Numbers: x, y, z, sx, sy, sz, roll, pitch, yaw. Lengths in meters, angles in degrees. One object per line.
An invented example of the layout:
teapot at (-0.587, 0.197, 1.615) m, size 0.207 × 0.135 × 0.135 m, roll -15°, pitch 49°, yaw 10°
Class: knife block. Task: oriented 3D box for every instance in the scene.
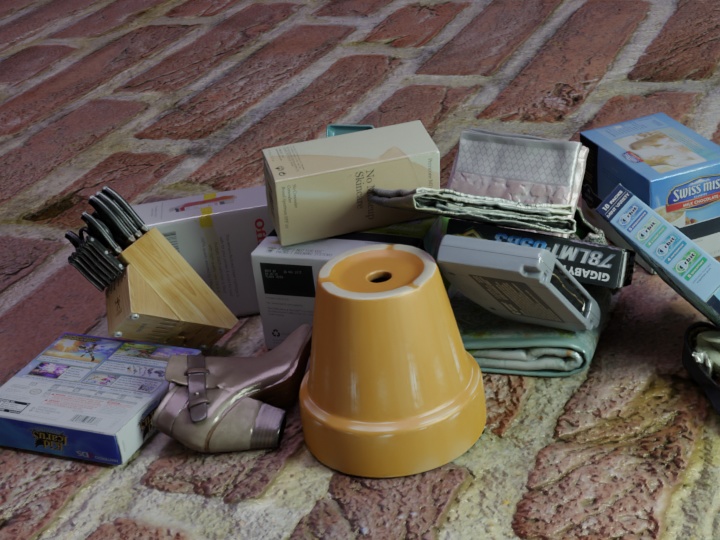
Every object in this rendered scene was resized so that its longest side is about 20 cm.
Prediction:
knife block at (-0.252, -0.006, 1.543) m, size 0.198 × 0.064 × 0.178 m, roll 12°, pitch 56°, yaw -35°

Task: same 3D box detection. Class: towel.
towel at (0.120, -0.072, 1.408) m, size 0.190 × 0.035 × 0.200 m, roll 9°, pitch 3°, yaw -15°
towel at (0.183, 0.059, 1.500) m, size 0.197 × 0.049 × 0.172 m, roll 3°, pitch 29°, yaw 19°
towel at (0.184, -0.081, 1.640) m, size 0.198 × 0.194 × 0.032 m, roll 12°, pitch -4°, yaw 42°

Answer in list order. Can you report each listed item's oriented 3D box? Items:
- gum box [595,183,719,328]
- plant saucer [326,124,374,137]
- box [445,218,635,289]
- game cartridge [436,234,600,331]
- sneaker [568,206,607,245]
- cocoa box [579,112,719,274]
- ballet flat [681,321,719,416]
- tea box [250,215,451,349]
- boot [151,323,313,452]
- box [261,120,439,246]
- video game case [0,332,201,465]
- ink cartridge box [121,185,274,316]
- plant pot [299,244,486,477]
gum box at (0.364, 0.007, 1.398) m, size 0.045 × 0.170 × 0.200 m, roll -48°, pitch 39°, yaw 6°
plant saucer at (-0.015, -0.091, 1.701) m, size 0.069 × 0.203 × 0.019 m, roll 4°, pitch 4°, yaw 22°
box at (0.209, -0.018, 1.469) m, size 0.197 × 0.050 × 0.198 m, roll 11°, pitch 1°, yaw 15°
game cartridge at (0.163, 0.014, 1.358) m, size 0.132 × 0.200 × 0.042 m, roll 14°, pitch 77°, yaw 31°
sneaker at (0.271, -0.050, 1.644) m, size 0.076 × 0.090 × 0.200 m, roll -15°, pitch 27°, yaw -16°
cocoa box at (0.386, -0.106, 1.676) m, size 0.132 × 0.133 × 0.200 m, roll -14°, pitch 27°, yaw -13°
ballet flat at (0.385, 0.111, 1.317) m, size 0.072 × 0.074 × 0.200 m, roll -12°, pitch 27°, yaw -9°
tea box at (0.000, 0.000, 1.568) m, size 0.197 × 0.135 × 0.197 m, roll 4°, pitch 30°, yaw 22°
boot at (-0.140, 0.118, 1.419) m, size 0.144 × 0.071 × 0.201 m, roll 12°, pitch 40°, yaw 7°
box at (-0.010, -0.104, 1.511) m, size 0.197 × 0.096 × 0.078 m, roll -13°, pitch 37°, yaw -10°
video game case at (-0.305, 0.142, 1.467) m, size 0.198 × 0.046 × 0.181 m, roll 5°, pitch 30°, yaw 25°
ink cartridge box at (-0.196, -0.016, 1.643) m, size 0.197 × 0.147 × 0.084 m, roll -9°, pitch 24°, yaw -3°
plant pot at (0.026, 0.082, 1.341) m, size 0.197 × 0.185 × 0.201 m, roll -6°, pitch 27°, yaw 3°
